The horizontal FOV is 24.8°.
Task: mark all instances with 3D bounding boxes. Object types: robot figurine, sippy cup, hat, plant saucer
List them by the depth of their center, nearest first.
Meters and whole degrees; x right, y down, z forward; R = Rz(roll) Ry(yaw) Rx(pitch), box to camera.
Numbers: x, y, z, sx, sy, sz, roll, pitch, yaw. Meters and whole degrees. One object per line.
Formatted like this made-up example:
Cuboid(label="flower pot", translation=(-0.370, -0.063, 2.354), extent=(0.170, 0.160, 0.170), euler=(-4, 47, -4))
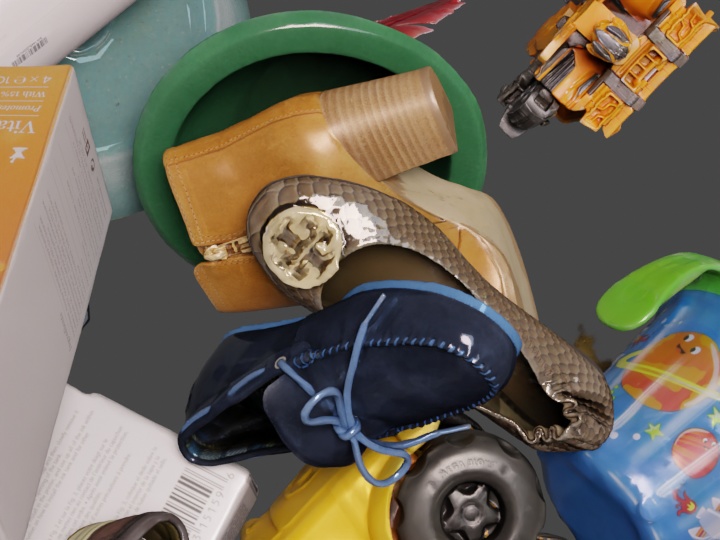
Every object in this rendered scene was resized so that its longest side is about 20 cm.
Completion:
Cuboid(label="robot figurine", translation=(0.133, -0.125, 0.820), extent=(0.058, 0.200, 0.145), euler=(42, 109, -5))
Cuboid(label="plant saucer", translation=(-0.148, -0.125, 0.832), extent=(0.199, 0.036, 0.201), euler=(3, 80, -17))
Cuboid(label="sippy cup", translation=(0.167, 0.089, 0.834), extent=(0.130, 0.140, 0.178), euler=(-35, 86, -20))
Cuboid(label="hat", translation=(-0.020, -0.099, 0.866), extent=(0.199, 0.166, 0.176), euler=(13, 35, -16))

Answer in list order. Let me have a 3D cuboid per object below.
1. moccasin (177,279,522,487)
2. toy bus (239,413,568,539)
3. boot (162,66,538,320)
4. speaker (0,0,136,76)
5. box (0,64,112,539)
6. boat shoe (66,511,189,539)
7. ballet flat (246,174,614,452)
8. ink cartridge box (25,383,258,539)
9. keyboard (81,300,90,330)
Cuboid(label="moccasin", translation=(-0.008, 0.059, 0.711), extent=(0.080, 0.200, 0.068), euler=(43, 57, -18))
Cuboid(label="toy bus", translation=(0.025, 0.176, 0.792), extent=(0.192, 0.136, 0.200), euler=(-42, 97, -6))
Cuboid(label="boot", translation=(0.000, 0.000, 0.795), extent=(0.143, 0.071, 0.202), euler=(-19, 122, 14))
Cuboid(label="speaker", translation=(-0.122, -0.170, 0.786), extent=(0.200, 0.081, 0.081), euler=(-43, 94, -19))
Cuboid(label="box", translation=(-0.192, 0.012, 0.699), extent=(0.124, 0.098, 0.201), euler=(1, 49, 7))
Cuboid(label="boat shoe", translation=(-0.116, 0.189, 0.676), extent=(0.073, 0.065, 0.201), euler=(23, 54, -21))
Cuboid(label="ballet flat", translation=(0.034, 0.026, 0.739), extent=(0.200, 0.046, 0.067), euler=(35, 116, -15))
Cuboid(label="ink cartridge box", translation=(-0.170, 0.149, 0.776), extent=(0.173, 0.044, 0.201), euler=(25, 74, 10))
Cuboid(label="keyboard", translation=(-0.225, 0.059, 0.761), extent=(0.104, 0.040, 0.200), euler=(34, 70, 11))
